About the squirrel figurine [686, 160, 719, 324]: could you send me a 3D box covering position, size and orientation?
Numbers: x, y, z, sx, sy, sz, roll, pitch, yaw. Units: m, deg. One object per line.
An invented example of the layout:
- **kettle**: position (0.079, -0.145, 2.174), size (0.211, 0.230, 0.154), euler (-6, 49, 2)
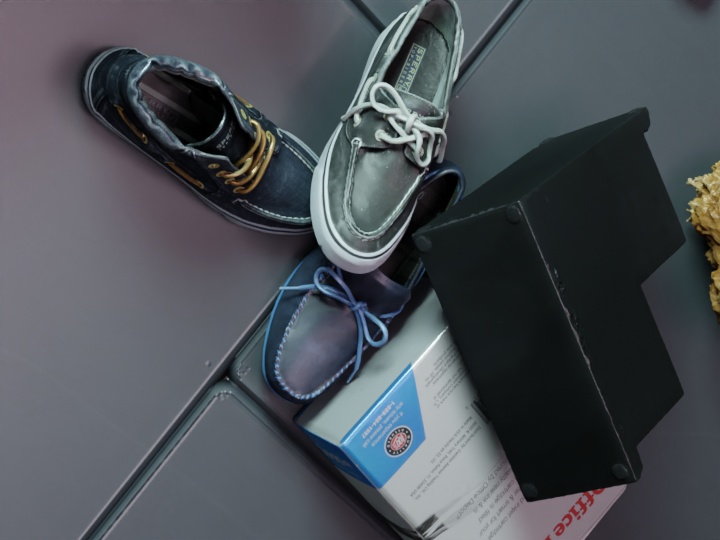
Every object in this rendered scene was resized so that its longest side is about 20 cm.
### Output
- **squirrel figurine**: position (0.346, -0.027, 1.416), size (0.199, 0.141, 0.188), euler (15, 85, -31)

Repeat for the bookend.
- **bookend**: position (0.155, 0.019, 1.280), size (0.200, 0.092, 0.200), euler (-36, 105, -50)

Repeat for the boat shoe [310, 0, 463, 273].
- **boat shoe**: position (0.026, -0.094, 1.233), size (0.073, 0.068, 0.200), euler (29, 63, -9)

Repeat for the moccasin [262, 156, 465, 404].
- **moccasin**: position (0.000, 0.000, 1.271), size (0.080, 0.068, 0.201), euler (33, 80, -20)

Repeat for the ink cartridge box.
- **ink cartridge box**: position (0.074, 0.129, 1.324), size (0.146, 0.084, 0.200), euler (-47, 115, -14)

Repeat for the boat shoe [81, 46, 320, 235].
- **boat shoe**: position (-0.084, -0.076, 1.205), size (0.200, 0.091, 0.071), euler (29, 85, -28)
